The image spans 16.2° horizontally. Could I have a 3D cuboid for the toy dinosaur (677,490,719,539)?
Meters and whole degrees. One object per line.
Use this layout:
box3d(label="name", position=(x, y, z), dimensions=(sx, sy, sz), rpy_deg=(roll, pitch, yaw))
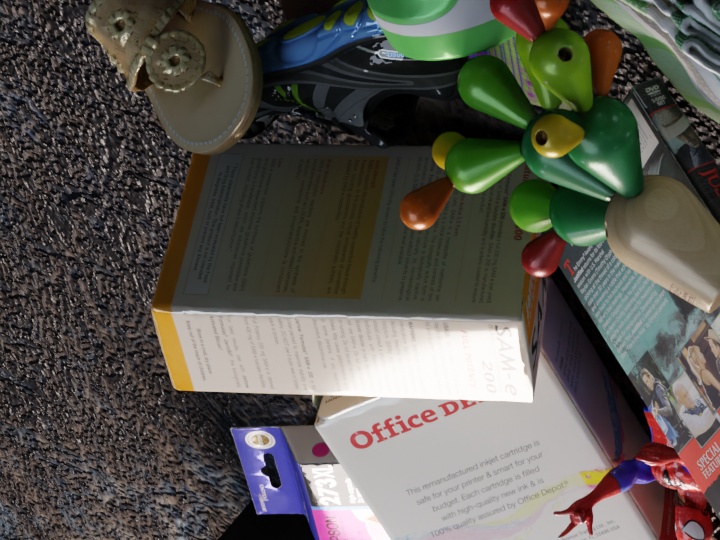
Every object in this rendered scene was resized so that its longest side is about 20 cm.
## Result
box3d(label="toy dinosaur", position=(0.234, 0.178, 1.431), dimensions=(0.199, 0.102, 0.136), rpy_deg=(28, 168, -13))

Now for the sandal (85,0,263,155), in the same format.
box3d(label="sandal", position=(-0.120, -0.132, 1.367), dimensions=(0.069, 0.078, 0.212), rpy_deg=(18, -157, -29))

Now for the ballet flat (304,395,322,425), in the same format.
box3d(label="ballet flat", position=(-0.001, 0.072, 1.591), dimensions=(0.062, 0.067, 0.200), rpy_deg=(49, 150, 14))

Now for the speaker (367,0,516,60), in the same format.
box3d(label="speaker", position=(0.025, -0.203, 1.180), dimensions=(0.088, 0.088, 0.201), rpy_deg=(12, 129, 41))

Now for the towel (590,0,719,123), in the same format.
box3d(label="towel", position=(0.157, -0.084, 1.115), dimensions=(0.149, 0.031, 0.200), rpy_deg=(41, -179, -22))

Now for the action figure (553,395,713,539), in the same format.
box3d(label="action figure", position=(0.144, 0.068, 1.338), dimensions=(0.065, 0.099, 0.201), rpy_deg=(6, 120, 48))

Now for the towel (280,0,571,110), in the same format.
box3d(label="towel", position=(0.023, -0.161, 1.315), dimensions=(0.199, 0.023, 0.144), rpy_deg=(20, 142, 32))

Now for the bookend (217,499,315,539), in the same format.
box3d(label="bookend", position=(0.012, 0.269, 1.790), dimensions=(0.198, 0.092, 0.200), rpy_deg=(10, 137, 42))

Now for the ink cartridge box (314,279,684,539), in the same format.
box3d(label="ink cartridge box", position=(0.088, 0.116, 1.468), dimensions=(0.145, 0.083, 0.200), rpy_deg=(-22, 114, 23))

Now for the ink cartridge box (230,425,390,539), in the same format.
box3d(label="ink cartridge box", position=(0.023, 0.134, 1.573), dimensions=(0.199, 0.037, 0.095), rpy_deg=(0, 140, 11))

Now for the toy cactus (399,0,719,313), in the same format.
box3d(label="toy cactus", position=(0.102, -0.040, 1.166), dimensions=(0.165, 0.102, 0.200), rpy_deg=(40, 154, 15))

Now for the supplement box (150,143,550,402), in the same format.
box3d(label="supplement box", position=(0.000, 0.000, 1.366), dimensions=(0.199, 0.126, 0.074), rpy_deg=(2, 138, 12))

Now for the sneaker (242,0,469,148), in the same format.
box3d(label="sneaker", position=(-0.014, -0.096, 1.345), dimensions=(0.199, 0.071, 0.083), rpy_deg=(-15, 112, 51))

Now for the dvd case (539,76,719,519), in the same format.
box3d(label="dvd case", position=(0.166, 0.025, 1.228), dimensions=(0.200, 0.022, 0.146), rpy_deg=(57, 152, 18))
